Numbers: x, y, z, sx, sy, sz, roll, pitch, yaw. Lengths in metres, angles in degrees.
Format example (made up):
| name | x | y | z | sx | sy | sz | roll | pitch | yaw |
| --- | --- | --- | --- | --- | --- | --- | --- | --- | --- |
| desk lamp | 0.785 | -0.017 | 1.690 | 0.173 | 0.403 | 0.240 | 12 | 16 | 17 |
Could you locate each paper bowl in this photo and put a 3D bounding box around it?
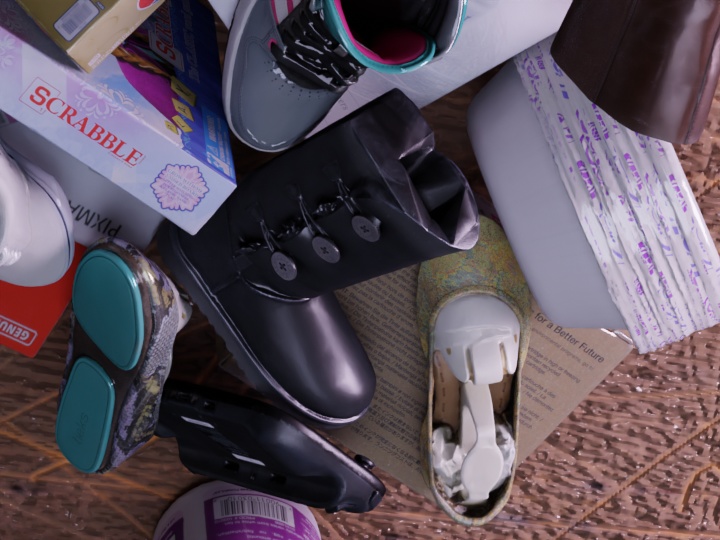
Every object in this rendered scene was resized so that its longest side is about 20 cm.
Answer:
| name | x | y | z | sx | sy | sz | roll | pitch | yaw |
| --- | --- | --- | --- | --- | --- | --- | --- | --- | --- |
| paper bowl | 0.128 | -0.049 | 1.510 | 0.104 | 0.201 | 0.201 | -22 | 122 | 6 |

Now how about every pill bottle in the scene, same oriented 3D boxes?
| name | x | y | z | sx | sy | sz | roll | pitch | yaw |
| --- | --- | --- | --- | --- | --- | --- | --- | --- | --- |
| pill bottle | -0.070 | 0.228 | 1.660 | 0.112 | 0.200 | 0.113 | -3 | 123 | -5 |

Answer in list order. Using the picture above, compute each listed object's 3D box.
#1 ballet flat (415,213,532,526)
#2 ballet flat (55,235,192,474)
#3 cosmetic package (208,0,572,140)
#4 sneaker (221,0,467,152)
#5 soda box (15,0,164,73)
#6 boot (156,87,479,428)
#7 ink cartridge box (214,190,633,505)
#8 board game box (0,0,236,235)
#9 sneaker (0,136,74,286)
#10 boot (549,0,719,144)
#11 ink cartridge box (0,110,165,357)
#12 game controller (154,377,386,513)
| name | x | y | z | sx | sy | sz | roll | pitch | yaw |
| --- | --- | --- | --- | --- | --- | --- | --- | --- | --- |
| ballet flat | 0.067 | 0.064 | 1.566 | 0.070 | 0.071 | 0.201 | -2 | 122 | -6 |
| ballet flat | -0.132 | 0.038 | 1.537 | 0.072 | 0.072 | 0.201 | 6 | 140 | -11 |
| cosmetic package | 0.009 | -0.202 | 1.446 | 0.199 | 0.123 | 0.200 | -30 | 121 | 10 |
| sneaker | -0.007 | -0.121 | 1.350 | 0.083 | 0.121 | 0.200 | 20 | 118 | -18 |
| soda box | -0.088 | -0.191 | 1.312 | 0.200 | 0.068 | 0.064 | -44 | 85 | -1 |
| boot | -0.001 | -0.001 | 1.469 | 0.165 | 0.066 | 0.200 | 45 | 138 | -16 |
| ink cartridge box | 0.037 | 0.034 | 1.626 | 0.200 | 0.075 | 0.165 | 34 | 111 | -23 |
| board game box | -0.159 | -0.133 | 1.422 | 0.199 | 0.200 | 0.041 | 33 | 112 | -25 |
| sneaker | -0.203 | -0.029 | 1.406 | 0.073 | 0.071 | 0.200 | -10 | 152 | 12 |
| boot | 0.124 | -0.179 | 1.358 | 0.064 | 0.186 | 0.201 | -22 | 141 | -41 |
| ink cartridge box | -0.206 | -0.048 | 1.487 | 0.200 | 0.044 | 0.174 | 27 | 99 | -36 |
| game controller | -0.068 | 0.100 | 1.598 | 0.104 | 0.200 | 0.042 | 48 | 69 | -27 |
